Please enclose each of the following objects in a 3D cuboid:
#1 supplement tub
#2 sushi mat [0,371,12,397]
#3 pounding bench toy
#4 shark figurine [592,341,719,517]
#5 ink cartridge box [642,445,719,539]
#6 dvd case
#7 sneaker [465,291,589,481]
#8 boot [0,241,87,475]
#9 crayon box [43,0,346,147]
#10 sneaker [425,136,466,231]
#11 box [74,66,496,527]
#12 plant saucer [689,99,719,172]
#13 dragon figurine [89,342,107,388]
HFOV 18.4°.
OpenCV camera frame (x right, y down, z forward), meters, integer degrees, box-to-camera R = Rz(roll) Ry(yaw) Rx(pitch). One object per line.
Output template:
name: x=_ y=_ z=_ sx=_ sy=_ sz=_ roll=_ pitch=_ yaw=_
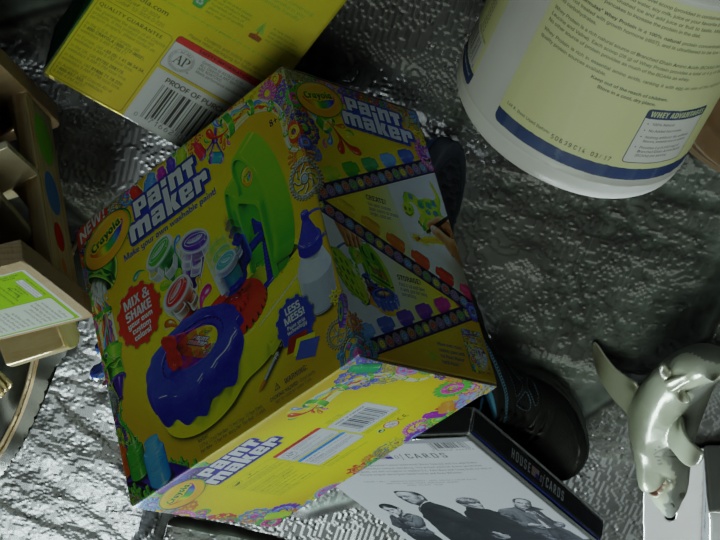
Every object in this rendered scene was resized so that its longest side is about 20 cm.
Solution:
supplement tub: x=0.152 y=-0.156 z=1.241 sx=0.144 sy=0.145 sz=0.201 roll=17 pitch=129 yaw=-11
sushi mat: x=-0.321 y=0.029 z=1.466 sx=0.200 sy=0.012 sz=0.096 roll=46 pitch=131 yaw=-5
pounding bench toy: x=-0.240 y=-0.037 z=1.356 sx=0.123 sy=0.157 sz=0.200 roll=-14 pitch=162 yaw=8
shark figurine: x=0.236 y=0.073 z=1.464 sx=0.089 sy=0.129 sz=0.214 roll=-24 pitch=171 yaw=-27
ink cartridge box: x=0.300 y=0.185 z=1.569 sx=0.199 sy=0.067 sz=0.116 roll=-2 pitch=130 yaw=5
dvd case: x=0.057 y=0.144 z=1.514 sx=0.150 sy=0.025 sz=0.200 roll=-5 pitch=150 yaw=31
sneaker: x=0.084 y=0.091 z=1.494 sx=0.073 sy=0.082 sz=0.200 roll=-32 pitch=123 yaw=24
boot: x=-0.266 y=0.041 z=1.493 sx=0.138 sy=0.078 sz=0.201 roll=23 pitch=118 yaw=-7
crayon box: x=-0.084 y=-0.166 z=1.310 sx=0.127 sy=0.051 sz=0.200 roll=29 pitch=127 yaw=-19
sneaker: x=0.000 y=0.000 z=1.412 sx=0.078 sy=0.066 sz=0.201 roll=29 pitch=101 yaw=29
box: x=-0.050 y=0.021 z=1.333 sx=0.122 sy=0.194 sz=0.200 roll=14 pitch=141 yaw=-44
plant saucer: x=0.273 y=-0.122 z=1.338 sx=0.199 sy=0.030 sz=0.201 roll=1 pitch=131 yaw=2
dragon figurine: x=-0.086 y=0.050 z=1.482 sx=0.199 sy=0.059 sz=0.099 roll=-20 pitch=132 yaw=26
